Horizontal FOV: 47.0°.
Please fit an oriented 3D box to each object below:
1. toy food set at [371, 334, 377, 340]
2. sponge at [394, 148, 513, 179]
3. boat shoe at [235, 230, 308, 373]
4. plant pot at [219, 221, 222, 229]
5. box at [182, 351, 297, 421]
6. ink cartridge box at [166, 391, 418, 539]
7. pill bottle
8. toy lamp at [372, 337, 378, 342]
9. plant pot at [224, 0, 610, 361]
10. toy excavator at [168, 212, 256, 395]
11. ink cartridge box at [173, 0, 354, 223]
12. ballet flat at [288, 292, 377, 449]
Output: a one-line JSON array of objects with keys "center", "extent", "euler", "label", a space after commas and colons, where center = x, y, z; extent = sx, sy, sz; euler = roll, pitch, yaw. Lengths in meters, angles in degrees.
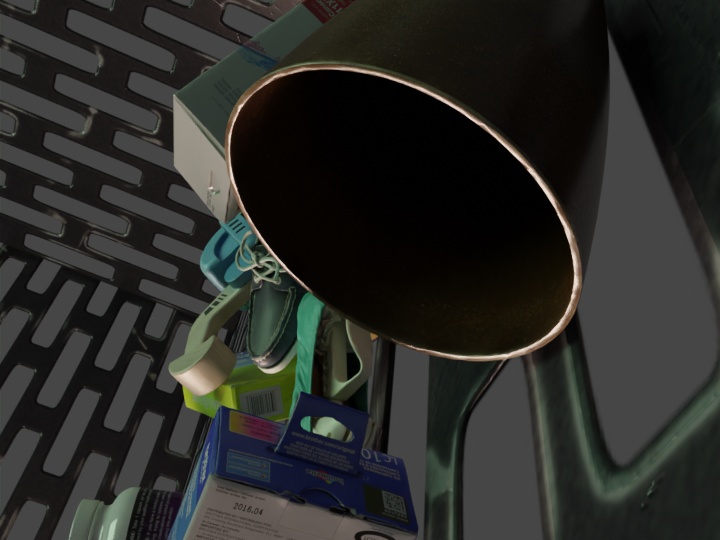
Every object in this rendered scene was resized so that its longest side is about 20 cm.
[{"center": [0.004, -0.047, 0.758], "extent": [0.199, 0.048, 0.200], "euler": [-53, 38, 9], "label": "toy food set"}, {"center": [0.050, -0.097, 0.614], "extent": [0.201, 0.109, 0.030], "euler": [-93, 2, -68], "label": "sponge"}, {"center": [-0.068, -0.014, 0.726], "extent": [0.074, 0.062, 0.203], "euler": [4, 71, 39], "label": "boat shoe"}, {"center": [-0.098, -0.059, 1.059], "extent": [0.201, 0.141, 0.200], "euler": [-50, -10, -12], "label": "plant pot"}, {"center": [-0.110, 0.119, 0.868], "extent": [0.199, 0.120, 0.049], "euler": [-2, 96, 63], "label": "box"}, {"center": [-0.052, 0.177, 0.528], "extent": [0.077, 0.134, 0.202], "euler": [-102, 34, -64], "label": "ink cartridge box"}, {"center": [-0.183, 0.279, 0.820], "extent": [0.112, 0.196, 0.115], "euler": [-170, 90, -83], "label": "pill bottle"}, {"center": [0.000, 0.000, 0.863], "extent": [0.201, 0.057, 0.059], "euler": [-86, 20, -57], "label": "toy lamp"}, {"center": [0.057, -0.090, 0.445], "extent": [0.201, 0.185, 0.187], "euler": [-59, 3, -33], "label": "plant pot"}, {"center": [-0.124, 0.016, 0.850], "extent": [0.200, 0.100, 0.194], "euler": [-45, 31, -4], "label": "toy excavator"}, {"center": [-0.078, -0.156, 0.783], "extent": [0.200, 0.083, 0.146], "euler": [-42, -5, -22], "label": "ink cartridge box"}, {"center": [-0.019, 0.101, 0.641], "extent": [0.070, 0.066, 0.204], "euler": [-32, 54, 51], "label": "ballet flat"}]
